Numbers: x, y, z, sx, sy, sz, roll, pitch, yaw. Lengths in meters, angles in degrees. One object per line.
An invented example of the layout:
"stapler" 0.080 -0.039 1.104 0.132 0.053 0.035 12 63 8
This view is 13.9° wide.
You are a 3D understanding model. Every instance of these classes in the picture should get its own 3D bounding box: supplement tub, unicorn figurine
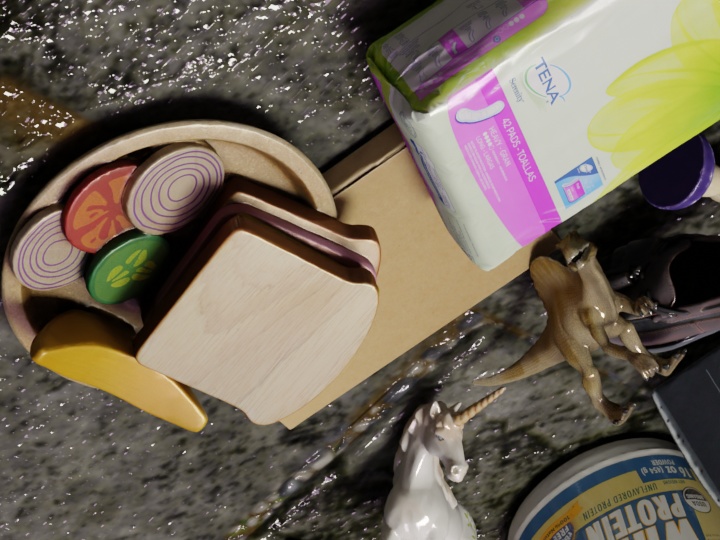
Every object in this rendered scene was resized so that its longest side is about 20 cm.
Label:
"supplement tub" 0.195 0.224 1.920 0.144 0.200 0.145 -17 142 -14
"unicorn figurine" 0.046 0.162 1.840 0.074 0.138 0.200 3 162 1

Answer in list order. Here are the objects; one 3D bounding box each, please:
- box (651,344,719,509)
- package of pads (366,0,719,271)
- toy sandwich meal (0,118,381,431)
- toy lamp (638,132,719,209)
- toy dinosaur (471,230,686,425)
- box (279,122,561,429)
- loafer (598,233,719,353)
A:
"box" 0.309 0.082 1.889 0.200 0.104 0.148 -36 151 10
"package of pads" 0.113 -0.111 1.563 0.200 0.068 0.155 -34 141 -4
"toy sandwich meal" -0.090 0.009 1.568 0.205 0.070 0.205 -11 132 -13
"toy lamp" 0.248 -0.039 1.761 0.200 0.058 0.058 17 125 -40
"toy dinosaur" 0.132 0.036 1.716 0.058 0.101 0.200 -41 167 -26
"box" 0.000 0.000 1.678 0.200 0.021 0.163 -35 143 9
"loafer" 0.202 0.002 1.724 0.200 0.072 0.063 -4 147 23
